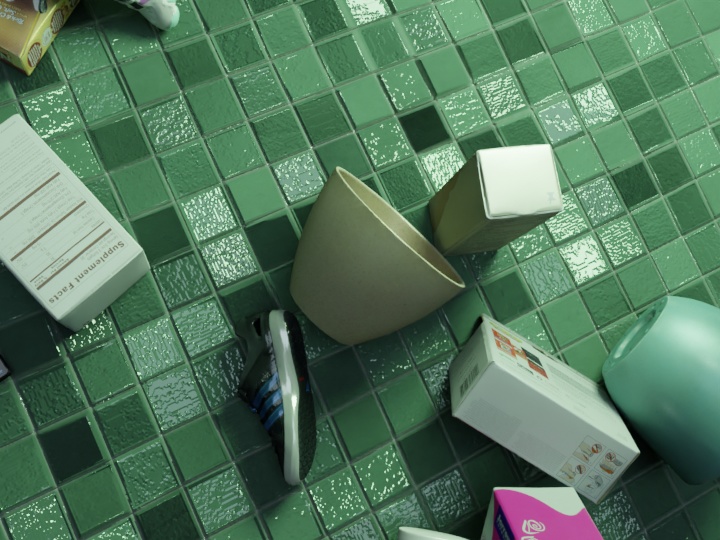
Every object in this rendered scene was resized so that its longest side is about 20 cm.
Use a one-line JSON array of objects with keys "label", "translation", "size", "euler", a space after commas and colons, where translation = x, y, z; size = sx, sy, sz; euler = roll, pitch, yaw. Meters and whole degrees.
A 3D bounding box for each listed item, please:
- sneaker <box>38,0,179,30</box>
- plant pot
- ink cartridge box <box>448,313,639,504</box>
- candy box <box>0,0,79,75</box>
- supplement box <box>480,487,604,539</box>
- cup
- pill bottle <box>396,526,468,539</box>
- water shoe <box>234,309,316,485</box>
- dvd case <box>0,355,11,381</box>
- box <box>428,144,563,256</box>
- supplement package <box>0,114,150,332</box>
[{"label": "sneaker", "translation": [-0.314, -0.335, 0.893], "size": [0.140, 0.077, 0.200], "euler": [-54, 126, -22]}, {"label": "plant pot", "translation": [0.396, 0.129, 0.934], "size": [0.161, 0.201, 0.201], "euler": [39, 74, 9]}, {"label": "ink cartridge box", "translation": [0.211, 0.157, 0.925], "size": [0.199, 0.176, 0.084], "euler": [32, 106, -4]}, {"label": "candy box", "translation": [-0.402, -0.352, 0.923], "size": [0.115, 0.055, 0.201], "euler": [28, 74, -7]}, {"label": "supplement box", "translation": [0.186, 0.349, 0.841], "size": [0.102, 0.101, 0.202], "euler": [4, 113, -11]}, {"label": "cup", "translation": [0.000, 0.000, 0.887], "size": [0.200, 0.200, 0.143], "euler": [43, 100, -1]}, {"label": "pill bottle", "translation": [0.069, 0.396, 0.850], "size": [0.112, 0.113, 0.202], "euler": [12, 77, -9]}, {"label": "water shoe", "translation": [-0.101, 0.148, 0.897], "size": [0.078, 0.071, 0.202], "euler": [-8, 82, 15]}, {"label": "dvd case", "translation": [-0.501, 0.074, 0.841], "size": [0.142, 0.018, 0.201], "euler": [-36, 87, -16]}, {"label": "box", "translation": [0.153, -0.077, 0.912], "size": [0.094, 0.200, 0.078], "euler": [-6, 80, -13]}, {"label": "supplement package", "translation": [-0.345, -0.047, 0.845], "size": [0.117, 0.117, 0.200], "euler": [-43, 90, -16]}]
